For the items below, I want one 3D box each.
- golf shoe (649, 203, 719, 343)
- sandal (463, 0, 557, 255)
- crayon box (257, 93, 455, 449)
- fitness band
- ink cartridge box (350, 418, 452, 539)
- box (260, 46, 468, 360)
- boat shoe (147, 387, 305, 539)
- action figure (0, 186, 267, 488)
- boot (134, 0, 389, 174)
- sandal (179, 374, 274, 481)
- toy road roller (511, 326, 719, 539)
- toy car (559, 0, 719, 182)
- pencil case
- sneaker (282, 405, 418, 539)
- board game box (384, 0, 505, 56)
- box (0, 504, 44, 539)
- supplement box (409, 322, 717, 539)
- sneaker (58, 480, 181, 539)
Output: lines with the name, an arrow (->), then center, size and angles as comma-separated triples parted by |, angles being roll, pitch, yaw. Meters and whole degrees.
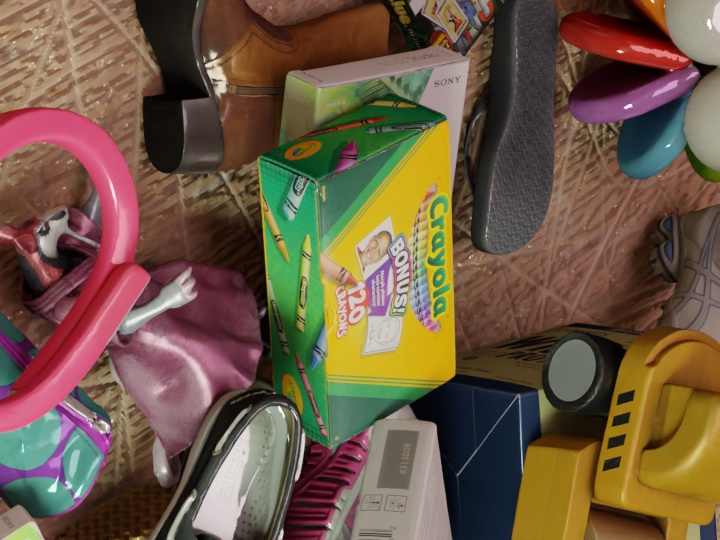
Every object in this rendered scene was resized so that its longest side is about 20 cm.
golf shoe -> 0.277, 0.026, 1.946 | 0.078, 0.097, 0.200 | 40, 35, -43
sandal -> 0.107, -0.105, 1.874 | 0.076, 0.043, 0.201 | 25, 69, -49
crayon box -> 0.000, 0.000, 1.674 | 0.119, 0.058, 0.200 | -28, 129, -36
fitness band -> -0.202, -0.001, 1.487 | 0.144, 0.037, 0.200 | 47, 64, -29
ink cartridge box -> 0.027, 0.222, 1.701 | 0.200, 0.047, 0.160 | 82, 14, -45
box -> 0.002, -0.044, 1.737 | 0.144, 0.036, 0.200 | -15, 119, -43
boat shoe -> -0.088, 0.167, 1.576 | 0.075, 0.060, 0.200 | 17, 81, -22
action figure -> -0.156, 0.021, 1.627 | 0.200, 0.134, 0.149 | 28, 115, -32
boot -> -0.049, -0.161, 1.700 | 0.200, 0.068, 0.189 | -11, 102, -42
sandal -> -0.093, 0.166, 1.707 | 0.080, 0.057, 0.201 | 21, 81, -42
toy road roller -> 0.198, 0.137, 1.726 | 0.123, 0.146, 0.200 | 16, 84, -41
toy car -> 0.222, -0.154, 1.901 | 0.150, 0.175, 0.200 | -15, 108, -9
pencil case -> -0.230, 0.056, 1.543 | 0.200, 0.092, 0.085 | 51, 29, -31
sneaker -> -0.008, 0.166, 1.769 | 0.088, 0.081, 0.200 | 44, 67, -35
board game box -> 0.080, -0.237, 1.821 | 0.200, 0.023, 0.105 | -55, 126, -33
box -> -0.250, 0.252, 1.542 | 0.200, 0.036, 0.145 | -32, 116, -10
supplement box -> 0.143, 0.157, 1.868 | 0.200, 0.134, 0.201 | -12, 103, -41
sneaker -> -0.161, 0.214, 1.644 | 0.200, 0.075, 0.090 | -35, 117, -23
